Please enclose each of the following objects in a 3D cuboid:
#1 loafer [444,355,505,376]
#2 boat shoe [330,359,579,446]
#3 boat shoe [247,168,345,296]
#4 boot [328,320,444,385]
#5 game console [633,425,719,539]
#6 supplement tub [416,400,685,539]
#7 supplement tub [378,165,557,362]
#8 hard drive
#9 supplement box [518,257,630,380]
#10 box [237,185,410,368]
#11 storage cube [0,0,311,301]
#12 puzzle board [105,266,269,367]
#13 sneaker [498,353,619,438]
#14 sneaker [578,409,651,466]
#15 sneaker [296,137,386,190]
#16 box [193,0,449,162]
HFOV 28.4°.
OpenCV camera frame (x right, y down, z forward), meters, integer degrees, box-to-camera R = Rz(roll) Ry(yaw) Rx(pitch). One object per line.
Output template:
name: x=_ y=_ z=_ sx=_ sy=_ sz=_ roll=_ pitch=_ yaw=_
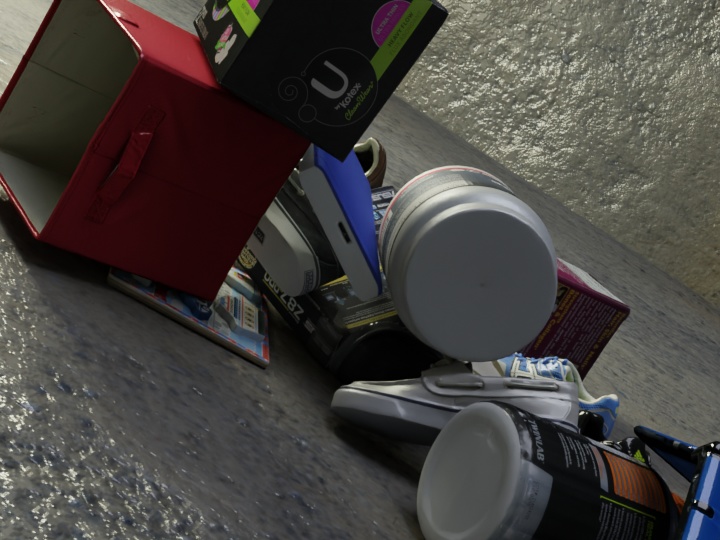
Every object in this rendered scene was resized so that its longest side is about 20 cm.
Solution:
loafer: x=0.093 y=0.073 z=1.438 sx=0.200 sy=0.070 sz=0.075 roll=39 pitch=15 yaw=26
boat shoe: x=0.077 y=0.103 z=1.142 sx=0.198 sy=0.066 sz=0.072 roll=5 pitch=-22 yaw=13
boat shoe: x=-0.079 y=-0.066 z=1.277 sx=0.067 sy=0.072 sz=0.200 roll=-19 pitch=59 yaw=-33
boot: x=0.083 y=0.134 z=1.233 sx=0.200 sy=0.066 sz=0.164 roll=46 pitch=20 yaw=31
game console: x=0.275 y=0.219 z=1.020 sx=0.200 sy=0.118 sz=0.171 roll=39 pitch=52 yaw=-13
supplement tub: x=0.151 y=0.183 z=1.062 sx=0.199 sy=0.123 sz=0.123 roll=25 pitch=15 yaw=-29
supplement tub: x=0.089 y=-0.008 z=1.203 sx=0.140 sy=0.141 sz=0.200 roll=30 pitch=9 yaw=-9
hard drive: x=-0.020 y=-0.077 z=1.264 sx=0.200 sy=0.025 sz=0.133 roll=-96 pitch=161 yaw=-62
supplement box: x=0.187 y=0.044 z=1.630 sx=0.199 sy=0.132 sz=0.103 roll=24 pitch=15 yaw=-34
box: x=0.000 y=0.000 z=1.344 sx=0.199 sy=0.049 sz=0.161 roll=-15 pitch=52 yaw=-43
storage cube: x=-0.180 y=-0.110 z=1.176 sx=0.179 sy=0.172 sz=0.200 roll=22 pitch=17 yaw=-40
puzzle board: x=-0.145 y=0.008 z=1.247 sx=0.150 sy=0.017 sz=0.200 roll=29 pitch=14 yaw=-13
sneaker: x=0.180 y=0.115 z=1.474 sx=0.199 sy=0.077 sz=0.076 roll=35 pitch=15 yaw=18
sneaker: x=0.238 y=0.198 z=1.283 sx=0.073 sy=0.088 sz=0.200 roll=18 pitch=19 yaw=-45
sneaker: x=-0.065 y=-0.083 z=1.402 sx=0.071 sy=0.199 sz=0.076 roll=56 pitch=-23 yaw=22
box: x=-0.039 y=-0.204 z=1.152 sx=0.124 sy=0.149 sz=0.200 roll=31 pitch=12 yaw=-22
